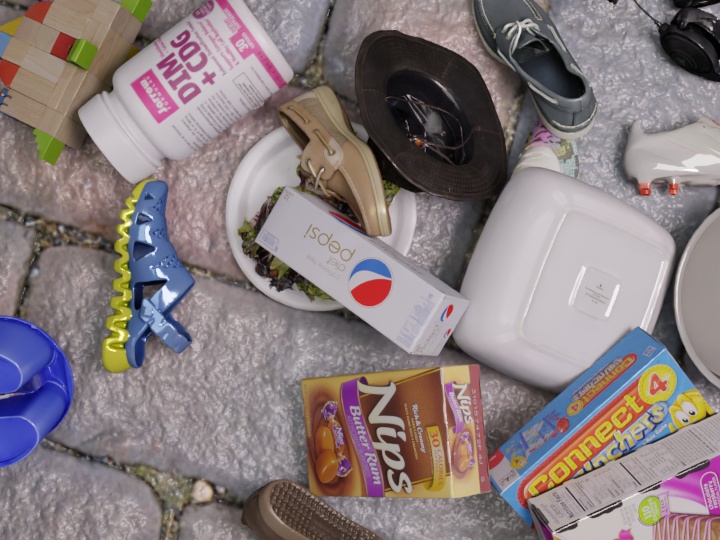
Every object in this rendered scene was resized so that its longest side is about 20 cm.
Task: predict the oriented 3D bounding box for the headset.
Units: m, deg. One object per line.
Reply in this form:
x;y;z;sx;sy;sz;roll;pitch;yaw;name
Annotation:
0.335;-0.257;1.126;0.199;0.094;0.124;10;86;-5;headset

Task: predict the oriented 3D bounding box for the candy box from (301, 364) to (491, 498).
0.028;0.152;1.085;0.199;0.056;0.117;-11;81;46;candy box

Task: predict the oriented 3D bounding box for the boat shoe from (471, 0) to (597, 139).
0.172;-0.223;1.140;0.073;0.062;0.201;-26;67;-3;boat shoe

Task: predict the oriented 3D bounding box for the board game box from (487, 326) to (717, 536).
0.247;0.190;1.070;0.200;0.056;0.196;-42;114;1;board game box

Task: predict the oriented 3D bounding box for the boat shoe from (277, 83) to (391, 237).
-0.025;-0.099;1.113;0.064;0.071;0.200;-20;48;-9;boat shoe

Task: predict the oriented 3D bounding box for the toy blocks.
-0.326;-0.224;1.204;0.136;0.100;0.201;25;87;19;toy blocks

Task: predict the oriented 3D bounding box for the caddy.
-0.394;0.124;1.168;0.199;0.105;0.142;-8;106;5;caddy

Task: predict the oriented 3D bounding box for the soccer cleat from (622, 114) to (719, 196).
0.359;-0.115;1.127;0.199;0.069;0.078;1;82;9;soccer cleat

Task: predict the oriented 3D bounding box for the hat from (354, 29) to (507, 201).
0.056;-0.138;1.147;0.200;0.081;0.202;18;53;-25;hat

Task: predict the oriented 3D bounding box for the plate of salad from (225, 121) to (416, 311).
-0.042;-0.059;1.173;0.199;0.048;0.201;0;85;5;plate of salad

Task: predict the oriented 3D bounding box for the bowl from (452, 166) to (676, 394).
0.204;0.017;1.086;0.199;0.075;0.201;23;88;-19;bowl

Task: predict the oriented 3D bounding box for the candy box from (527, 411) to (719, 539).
0.262;0.230;1.025;0.199;0.061;0.137;-23;113;-6;candy box

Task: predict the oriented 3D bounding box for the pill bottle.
-0.177;-0.183;1.164;0.200;0.113;0.114;-37;82;2;pill bottle

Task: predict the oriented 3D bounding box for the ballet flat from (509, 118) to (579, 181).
0.173;-0.057;1.133;0.069;0.071;0.201;2;86;44;ballet flat

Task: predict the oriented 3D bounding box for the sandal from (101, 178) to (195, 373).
-0.209;0.007;1.175;0.087;0.079;0.201;5;94;3;sandal

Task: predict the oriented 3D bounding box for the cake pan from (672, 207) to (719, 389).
0.385;0.025;1.099;0.199;0.037;0.202;0;91;-11;cake pan

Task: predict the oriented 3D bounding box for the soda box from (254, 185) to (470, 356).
0.000;0.000;1.077;0.200;0.068;0.064;36;100;25;soda box

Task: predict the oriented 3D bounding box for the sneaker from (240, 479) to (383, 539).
-0.032;0.282;1.139;0.200;0.075;0.071;45;48;-8;sneaker
